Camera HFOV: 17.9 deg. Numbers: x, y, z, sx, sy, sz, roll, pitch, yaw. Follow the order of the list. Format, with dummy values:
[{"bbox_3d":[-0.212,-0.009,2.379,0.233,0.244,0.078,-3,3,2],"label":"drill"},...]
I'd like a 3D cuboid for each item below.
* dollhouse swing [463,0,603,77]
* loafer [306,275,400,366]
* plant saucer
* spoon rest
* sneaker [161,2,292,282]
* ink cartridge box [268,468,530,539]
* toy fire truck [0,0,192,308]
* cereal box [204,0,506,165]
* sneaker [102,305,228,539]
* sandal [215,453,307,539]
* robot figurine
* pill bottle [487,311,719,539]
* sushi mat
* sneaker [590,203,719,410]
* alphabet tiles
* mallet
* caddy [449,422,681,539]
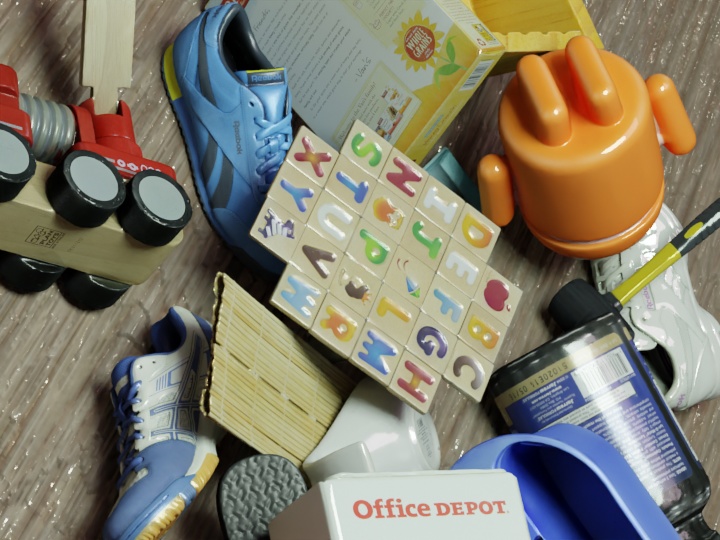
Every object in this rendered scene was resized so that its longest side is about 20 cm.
[{"bbox_3d":[0.053,-0.238,1.737,0.200,0.181,0.177,-5,88,-41],"label":"dollhouse swing"},{"bbox_3d":[0.000,0.000,1.616,0.075,0.070,0.200,47,28,-12],"label":"loafer"},{"bbox_3d":[0.059,-0.041,1.668,0.070,0.019,0.200,53,17,-3],"label":"plant saucer"},{"bbox_3d":[0.007,0.124,1.526,0.200,0.060,0.100,-14,88,-75],"label":"spoon rest"},{"bbox_3d":[-0.076,-0.091,1.597,0.066,0.078,0.201,-9,73,-45],"label":"sneaker"},{"bbox_3d":[0.038,0.228,1.377,0.146,0.083,0.201,3,65,-31],"label":"ink cartridge box"},{"bbox_3d":[-0.201,-0.103,1.476,0.176,0.129,0.201,16,45,-33],"label":"toy fire truck"},{"bbox_3d":[-0.007,-0.172,1.616,0.200,0.144,0.039,50,33,18],"label":"cereal box"},{"bbox_3d":[-0.132,0.103,1.448,0.088,0.075,0.200,37,38,-8],"label":"sneaker"},{"bbox_3d":[-0.047,0.216,1.435,0.075,0.048,0.201,-6,80,-8],"label":"sandal"},{"bbox_3d":[0.168,-0.086,1.699,0.116,0.200,0.144,25,66,27],"label":"robot figurine"},{"bbox_3d":[0.185,0.141,1.659,0.112,0.112,0.200,-21,80,-45],"label":"pill bottle"},{"bbox_3d":[-0.050,0.082,1.486,0.200,0.012,0.096,43,49,-54],"label":"sushi mat"},{"bbox_3d":[0.219,0.017,1.786,0.099,0.075,0.201,-20,80,-46],"label":"sneaker"},{"bbox_3d":[0.020,-0.004,1.542,0.200,0.006,0.167,37,53,-17],"label":"alphabet tiles"},{"bbox_3d":[0.240,-0.004,1.739,0.066,0.200,0.041,56,-2,25],"label":"mallet"},{"bbox_3d":[0.136,0.200,1.547,0.200,0.141,0.105,54,20,4],"label":"caddy"}]
